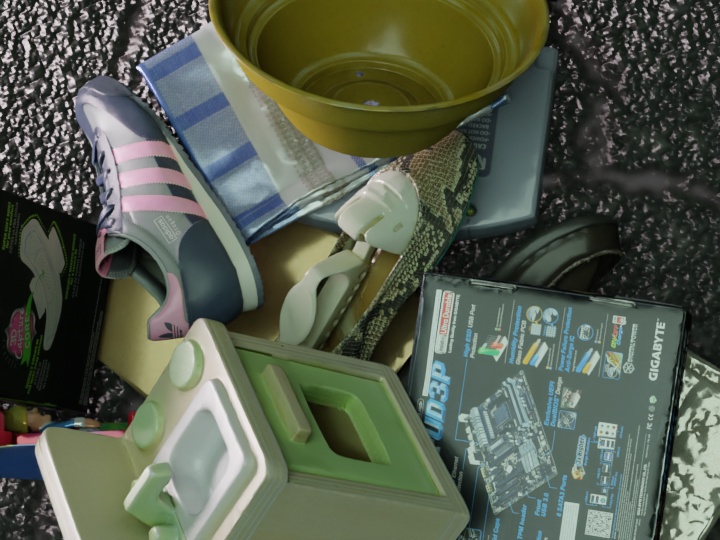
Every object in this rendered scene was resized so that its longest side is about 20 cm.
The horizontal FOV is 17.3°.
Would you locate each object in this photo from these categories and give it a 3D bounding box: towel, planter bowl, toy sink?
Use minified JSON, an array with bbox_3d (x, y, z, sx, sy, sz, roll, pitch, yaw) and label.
[{"bbox_3d":[-0.023,-0.120,1.485,0.200,0.024,0.147,-30,76,0],"label":"towel"},{"bbox_3d":[0.008,-0.126,1.409,0.200,0.084,0.201,3,42,-3],"label":"planter bowl"},{"bbox_3d":[0.154,0.133,1.466,0.132,0.034,0.200,32,92,14],"label":"towel"},{"bbox_3d":[-0.060,0.113,1.329,0.112,0.200,0.130,-57,39,26],"label":"toy sink"}]

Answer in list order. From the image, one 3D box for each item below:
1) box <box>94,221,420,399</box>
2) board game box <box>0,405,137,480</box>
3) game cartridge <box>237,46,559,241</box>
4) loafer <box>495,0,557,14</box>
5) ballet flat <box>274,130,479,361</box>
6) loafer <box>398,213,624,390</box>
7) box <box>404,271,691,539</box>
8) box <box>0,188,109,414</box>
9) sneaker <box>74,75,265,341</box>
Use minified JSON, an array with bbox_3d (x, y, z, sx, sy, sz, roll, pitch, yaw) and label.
[{"bbox_3d":[-0.072,0.033,1.525,0.200,0.021,0.164,38,92,12],"label":"box"},{"bbox_3d":[-0.186,0.100,1.450,0.158,0.200,0.039,-13,75,44],"label":"board game box"},{"bbox_3d":[0.019,-0.086,1.502,0.200,0.041,0.133,7,76,8],"label":"game cartridge"},{"bbox_3d":[0.119,-0.230,1.486,0.063,0.072,0.200,7,74,-2],"label":"loafer"},{"bbox_3d":[0.000,0.000,1.440,0.068,0.075,0.200,46,113,38],"label":"ballet flat"},{"bbox_3d":[0.097,0.049,1.465,0.200,0.073,0.071,-47,66,13],"label":"loafer"},{"bbox_3d":[0.102,0.109,1.397,0.159,0.046,0.200,8,88,13],"label":"box"},{"bbox_3d":[-0.265,0.011,1.462,0.148,0.200,0.125,7,83,22],"label":"box"},{"bbox_3d":[-0.142,-0.040,1.483,0.082,0.070,0.200,-27,59,-19],"label":"sneaker"}]
